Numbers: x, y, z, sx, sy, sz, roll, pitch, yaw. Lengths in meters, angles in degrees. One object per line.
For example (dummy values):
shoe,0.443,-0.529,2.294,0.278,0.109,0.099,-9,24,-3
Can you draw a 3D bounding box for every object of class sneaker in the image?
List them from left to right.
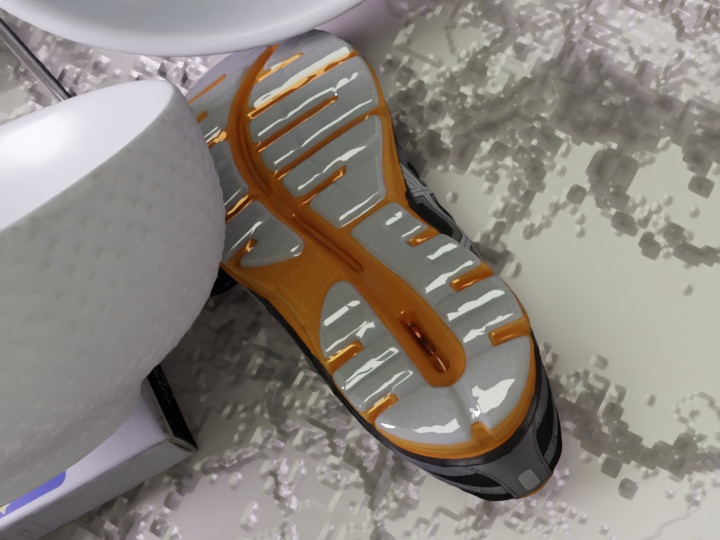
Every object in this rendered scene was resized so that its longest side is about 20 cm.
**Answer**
sneaker,0.000,0.000,0.910,0.078,0.077,0.200,-34,51,3

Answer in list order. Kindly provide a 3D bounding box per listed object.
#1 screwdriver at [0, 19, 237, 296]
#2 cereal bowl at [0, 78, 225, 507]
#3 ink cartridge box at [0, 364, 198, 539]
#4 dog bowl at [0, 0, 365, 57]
screwdriver,-0.108,-0.061,0.985,0.200,0.028,0.029,42,121,24
cereal bowl,-0.125,0.022,0.854,0.200,0.200,0.083,-23,105,12
ink cartridge box,-0.161,0.064,0.966,0.200,0.037,0.095,-28,71,8
dog bowl,-0.058,-0.172,0.900,0.200,0.200,0.079,-27,32,11
